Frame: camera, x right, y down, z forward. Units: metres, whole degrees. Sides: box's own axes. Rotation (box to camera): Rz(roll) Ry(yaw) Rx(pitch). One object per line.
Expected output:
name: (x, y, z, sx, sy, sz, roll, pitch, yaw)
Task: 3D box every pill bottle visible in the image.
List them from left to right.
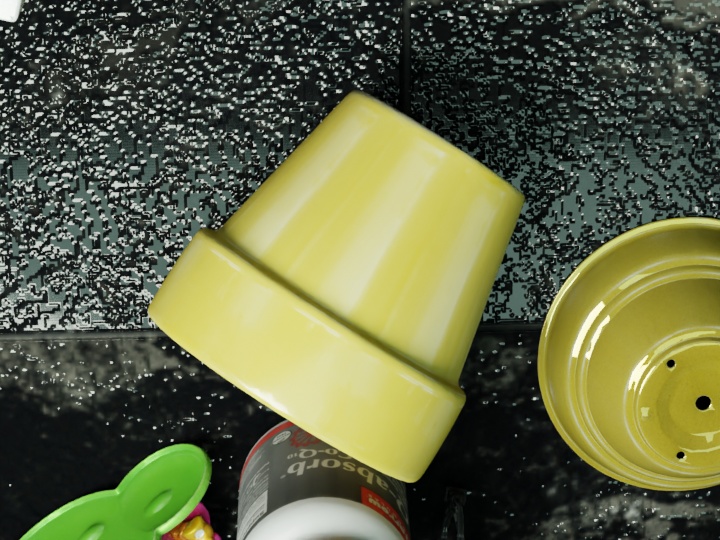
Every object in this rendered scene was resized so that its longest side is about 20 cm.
pill bottle: (-0.023, 0.182, 1.332, 0.115, 0.200, 0.117, -1, 111, -2)

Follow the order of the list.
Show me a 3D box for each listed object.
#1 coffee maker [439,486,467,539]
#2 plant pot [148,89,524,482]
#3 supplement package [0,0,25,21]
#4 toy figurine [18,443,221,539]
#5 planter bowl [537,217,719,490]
coffee maker: (0.147, 0.266, 1.405, 0.199, 0.135, 0.193, 6, 110, -5)
plant pot: (0.000, 0.000, 1.279, 0.200, 0.201, 0.189, 32, 92, -13)
supplement package: (-0.240, -0.252, 1.163, 0.150, 0.200, 0.153, 13, 110, -7)
toy figurine: (-0.133, 0.248, 1.414, 0.200, 0.150, 0.184, -44, 122, -12)
planter bowl: (0.220, 0.073, 1.362, 0.199, 0.084, 0.202, 0, 111, -1)
